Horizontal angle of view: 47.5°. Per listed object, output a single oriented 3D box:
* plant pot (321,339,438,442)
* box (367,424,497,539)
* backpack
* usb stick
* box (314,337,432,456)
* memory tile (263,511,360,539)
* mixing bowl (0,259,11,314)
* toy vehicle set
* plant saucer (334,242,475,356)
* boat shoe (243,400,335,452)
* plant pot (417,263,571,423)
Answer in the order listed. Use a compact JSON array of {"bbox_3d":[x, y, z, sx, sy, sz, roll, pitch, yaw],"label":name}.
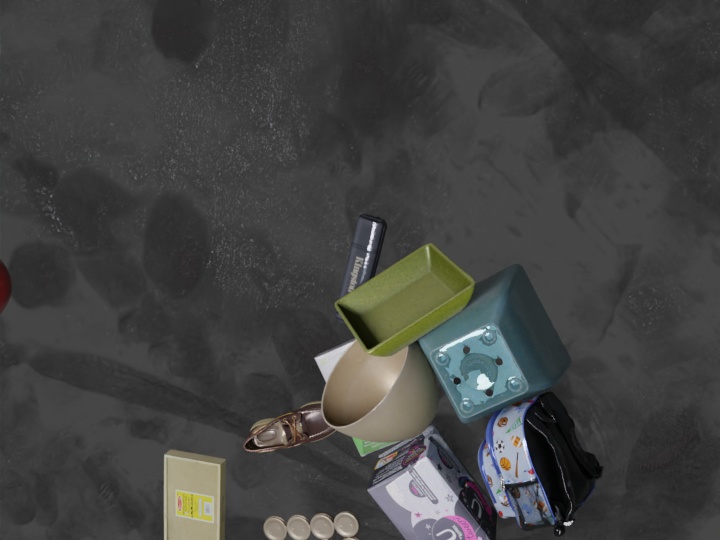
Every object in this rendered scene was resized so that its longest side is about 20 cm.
[{"bbox_3d":[0.050,0.204,1.348,0.200,0.201,0.134,-41,116,20],"label":"plant pot"},{"bbox_3d":[0.128,0.394,1.402,0.132,0.115,0.200,-34,100,20],"label":"box"},{"bbox_3d":[0.283,0.301,1.324,0.153,0.200,0.192,-15,96,34],"label":"backpack"},{"bbox_3d":[0.000,0.000,1.426,0.055,0.033,0.201,17,105,13],"label":"usb stick"},{"bbox_3d":[0.023,0.216,1.460,0.144,0.036,0.201,-24,91,20],"label":"box"},{"bbox_3d":[-0.085,0.537,1.564,0.199,0.017,0.154,-9,98,18],"label":"memory tile"},{"bbox_3d":[-0.776,0.031,1.633,0.199,0.108,0.202,3,101,17],"label":"mixing bowl"},{"bbox_3d":[-0.328,0.462,1.620,0.123,0.027,0.202,7,102,16],"label":"toy vehicle set"},{"bbox_3d":[0.074,0.054,1.313,0.199,0.200,0.048,-33,116,-3],"label":"plant saucer"},{"bbox_3d":[-0.126,0.294,1.500,0.199,0.072,0.073,-16,96,19],"label":"boat shoe"},{"bbox_3d":[0.202,0.131,1.301,0.196,0.200,0.197,-28,91,20],"label":"plant pot"}]
